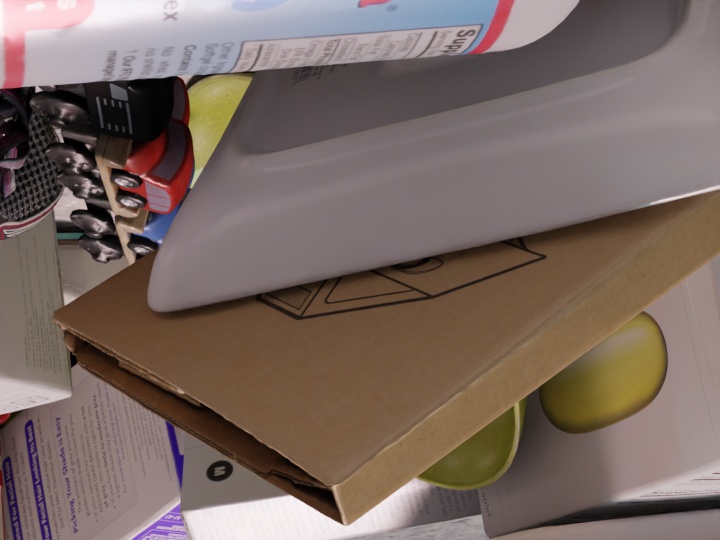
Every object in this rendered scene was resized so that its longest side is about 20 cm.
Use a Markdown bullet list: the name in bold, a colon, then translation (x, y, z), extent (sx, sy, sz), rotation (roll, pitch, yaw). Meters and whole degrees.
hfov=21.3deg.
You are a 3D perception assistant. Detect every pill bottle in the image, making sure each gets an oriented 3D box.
- **pill bottle**: translation (-0.008, -0.104, 0.465), extent (0.198, 0.110, 0.109), rotation (-6, 166, -12)

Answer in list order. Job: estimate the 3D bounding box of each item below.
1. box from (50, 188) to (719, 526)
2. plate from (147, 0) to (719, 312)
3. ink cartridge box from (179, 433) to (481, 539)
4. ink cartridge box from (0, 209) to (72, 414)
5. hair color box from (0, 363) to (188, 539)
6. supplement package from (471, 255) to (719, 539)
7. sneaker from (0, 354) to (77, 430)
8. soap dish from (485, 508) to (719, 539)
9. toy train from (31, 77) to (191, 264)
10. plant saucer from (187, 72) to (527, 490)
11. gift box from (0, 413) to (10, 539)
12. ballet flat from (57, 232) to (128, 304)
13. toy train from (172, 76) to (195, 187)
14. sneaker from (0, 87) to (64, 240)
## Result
- **box**: translation (0.026, -0.011, 0.568), extent (0.199, 0.021, 0.163), rotation (-33, -152, -23)
- **plate**: translation (0.040, -0.068, 0.604), extent (0.198, 0.033, 0.200), rotation (-13, -152, 19)
- **ink cartridge box**: translation (0.015, 0.042, 0.919), extent (0.198, 0.201, 0.041), rotation (-10, 129, 4)
- **ink cartridge box**: translation (-0.186, -0.011, 0.720), extent (0.050, 0.110, 0.200), rotation (-15, 165, 23)
- **hair color box**: translation (-0.140, 0.119, 1.020), extent (0.064, 0.110, 0.200), rotation (14, 140, -43)
- **supplement package**: translation (0.141, -0.005, 0.775), extent (0.146, 0.193, 0.200), rotation (-3, 165, -25)
- **sneaker**: translation (-0.188, 0.052, 1.079), extent (0.199, 0.075, 0.084), rotation (-26, 154, 25)
- **soap dish**: translation (0.106, 0.152, 0.816), extent (0.156, 0.082, 0.200), rotation (-3, 168, -21)
- **toy train**: translation (-0.078, -0.040, 0.643), extent (0.045, 0.034, 0.200), rotation (11, 162, 1)
- **plant saucer**: translation (0.000, 0.000, 0.781), extent (0.031, 0.201, 0.200), rotation (-38, 180, -27)
- **gift box**: translation (-0.278, 0.110, 0.991), extent (0.198, 0.187, 0.186), rotation (-9, 166, 30)
- **ballet flat**: translation (-0.194, 0.015, 0.913), extent (0.199, 0.064, 0.067), rotation (4, 162, -42)
- **toy train**: translation (-0.086, -0.062, 0.729), extent (0.045, 0.034, 0.200), rotation (1, 165, -4)
- **sneaker**: translation (-0.136, -0.049, 0.627), extent (0.074, 0.082, 0.200), rotation (8, 169, 12)
